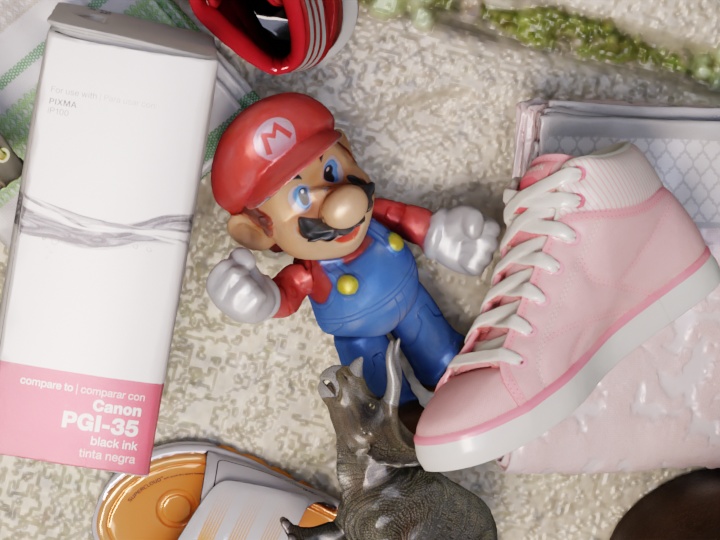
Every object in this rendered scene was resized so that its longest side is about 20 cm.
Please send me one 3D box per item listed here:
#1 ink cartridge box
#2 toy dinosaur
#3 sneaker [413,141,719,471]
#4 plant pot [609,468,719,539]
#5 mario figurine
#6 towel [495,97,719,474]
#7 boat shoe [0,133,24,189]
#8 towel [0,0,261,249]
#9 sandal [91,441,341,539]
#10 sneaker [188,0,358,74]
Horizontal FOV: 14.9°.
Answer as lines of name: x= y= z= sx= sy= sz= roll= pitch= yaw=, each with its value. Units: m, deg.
ink cartridge box: x=-0.123 y=-0.018 z=1.313 sx=0.083 sy=0.147 sz=0.200 roll=10 pitch=99 yaw=-5
toy dinosaur: x=0.028 y=0.137 z=1.363 sx=0.102 sy=0.077 sz=0.200 roll=-34 pitch=125 yaw=3
sneaker: x=0.082 y=0.009 z=1.314 sx=0.200 sy=0.075 sz=0.105 roll=-36 pitch=105 yaw=-32
plant pot: x=0.203 y=0.194 z=1.384 sx=0.200 sy=0.198 sz=0.201 roll=-1 pitch=99 yaw=-6
mario figurine: x=0.000 y=0.000 z=1.358 sx=0.106 sy=0.124 sz=0.200 roll=-19 pitch=120 yaw=28
towel: x=0.168 y=0.010 z=1.412 sx=0.200 sy=0.032 sz=0.191 roll=0 pitch=99 yaw=-18
boat shoe: x=-0.228 y=-0.123 z=1.332 sx=0.060 sy=0.072 sz=0.202 roll=-26 pitch=98 yaw=-10
towel: x=-0.162 y=-0.102 z=1.383 sx=0.149 sy=0.031 sz=0.200 roll=-41 pitch=101 yaw=1
sandal: x=-0.035 y=0.146 z=1.422 sx=0.206 sy=0.059 sz=0.079 roll=17 pitch=97 yaw=-8
sneaker: x=-0.056 y=-0.187 z=1.311 sx=0.078 sy=0.116 sz=0.200 roll=-23 pitch=100 yaw=12
